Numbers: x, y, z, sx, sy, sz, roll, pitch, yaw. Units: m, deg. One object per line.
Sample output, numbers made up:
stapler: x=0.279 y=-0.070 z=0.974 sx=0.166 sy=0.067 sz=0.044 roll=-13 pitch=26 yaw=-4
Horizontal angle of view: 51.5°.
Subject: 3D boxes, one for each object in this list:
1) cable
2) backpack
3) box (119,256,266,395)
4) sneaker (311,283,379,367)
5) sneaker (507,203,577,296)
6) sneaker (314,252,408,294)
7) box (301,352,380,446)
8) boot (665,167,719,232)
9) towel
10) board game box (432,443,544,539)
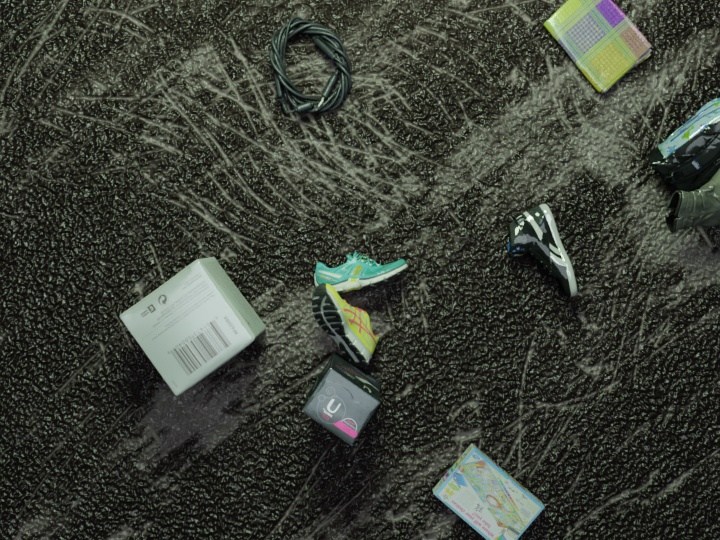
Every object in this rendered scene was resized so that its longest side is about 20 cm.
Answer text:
cable: x=-0.104 y=-0.430 z=1.550 sx=0.162 sy=0.051 sz=0.202 roll=-10 pitch=92 yaw=1
backpack: x=0.707 y=-0.252 z=1.498 sx=0.163 sy=0.154 sz=0.200 roll=37 pitch=128 yaw=-10
box: x=-0.333 y=0.107 z=1.518 sx=0.198 sy=0.171 sz=0.201 roll=-36 pitch=91 yaw=2
sneaker: x=-0.028 y=0.100 z=1.549 sx=0.090 sy=0.078 sz=0.201 roll=-48 pitch=119 yaw=-36
sneaker: x=0.368 y=-0.027 z=1.557 sx=0.111 sy=0.073 sz=0.201 roll=-20 pitch=84 yaw=5
sneaker: x=0.000 y=0.000 z=1.559 sx=0.198 sy=0.078 sz=0.080 roll=-11 pitch=84 yaw=1
box: x=-0.036 y=0.254 z=1.506 sx=0.122 sy=0.200 sz=0.106 roll=34 pitch=92 yaw=0
boot: x=0.673 y=-0.152 z=1.446 sx=0.130 sy=0.068 sz=0.201 roll=-8 pitch=135 yaw=-5
towel: x=0.493 y=-0.482 z=1.553 sx=0.143 sy=0.023 sz=0.200 roll=-42 pitch=91 yaw=3
board game box: x=0.272 y=0.487 z=1.595 sx=0.200 sy=0.034 sz=0.135 roll=41 pitch=93 yaw=-1
